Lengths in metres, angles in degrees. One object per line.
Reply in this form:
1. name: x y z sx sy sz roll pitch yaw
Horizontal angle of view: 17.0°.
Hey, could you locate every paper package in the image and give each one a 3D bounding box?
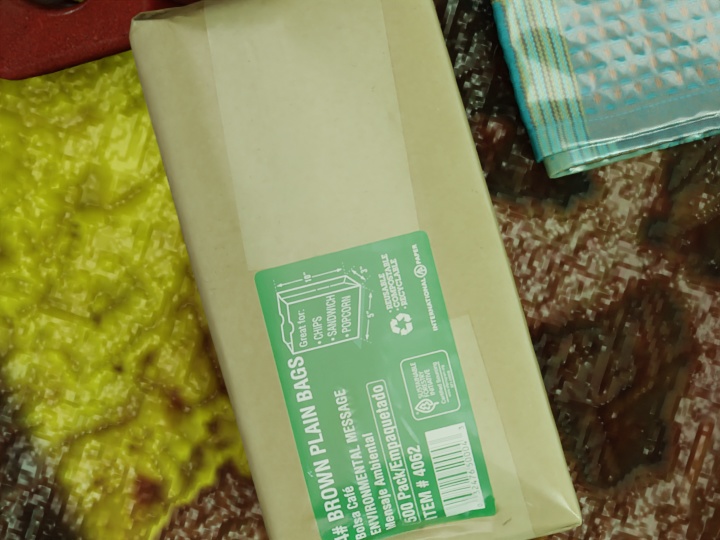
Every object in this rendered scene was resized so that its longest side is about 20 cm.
1. paper package: 0.000 0.000 0.848 0.103 0.191 0.200 -15 89 3

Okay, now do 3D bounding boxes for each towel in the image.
1. towel: 0.114 -0.148 0.929 0.146 0.022 0.200 -15 88 2

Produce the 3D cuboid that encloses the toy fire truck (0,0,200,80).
1. toy fire truck: -0.109 -0.162 0.856 0.168 0.112 0.200 19 112 29
